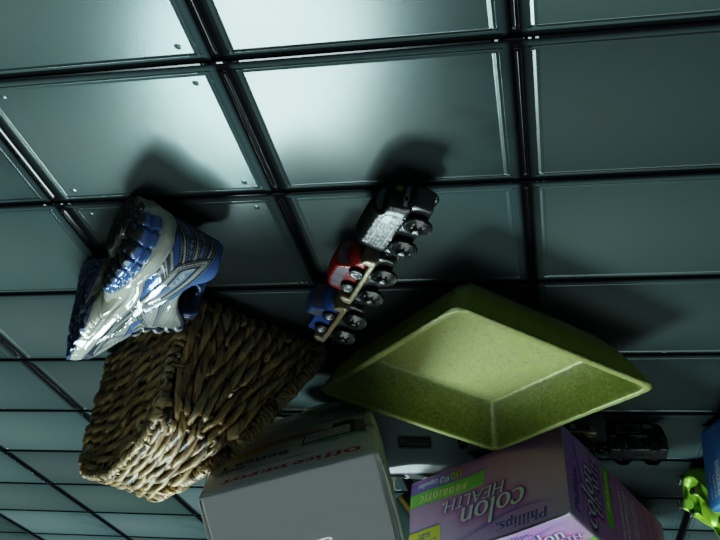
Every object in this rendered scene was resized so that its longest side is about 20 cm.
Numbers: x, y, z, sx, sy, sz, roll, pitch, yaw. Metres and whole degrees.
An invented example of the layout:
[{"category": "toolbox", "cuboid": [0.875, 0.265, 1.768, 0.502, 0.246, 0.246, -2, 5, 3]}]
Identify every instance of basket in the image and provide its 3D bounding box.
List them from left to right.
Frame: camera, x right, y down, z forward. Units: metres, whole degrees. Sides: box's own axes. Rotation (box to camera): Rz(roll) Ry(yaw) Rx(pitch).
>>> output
[{"category": "basket", "cuboid": [-0.139, 0.131, 0.802, 0.148, 0.144, 0.200, 24, 145, -27]}]

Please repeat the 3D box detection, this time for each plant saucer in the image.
[{"category": "plant saucer", "cuboid": [0.099, 0.078, 0.768, 0.199, 0.048, 0.199, 22, 146, -25]}]

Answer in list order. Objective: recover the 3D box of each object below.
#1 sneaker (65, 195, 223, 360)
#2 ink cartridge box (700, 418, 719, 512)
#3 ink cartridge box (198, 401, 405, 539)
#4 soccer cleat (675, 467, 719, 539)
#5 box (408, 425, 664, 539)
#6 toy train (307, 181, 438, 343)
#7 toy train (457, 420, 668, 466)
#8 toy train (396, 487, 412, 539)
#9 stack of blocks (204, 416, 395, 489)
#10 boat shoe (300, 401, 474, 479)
[{"category": "sneaker", "cuboid": [-0.165, 0.024, 0.700, 0.085, 0.078, 0.200, 17, 148, -26]}, {"category": "ink cartridge box", "cuboid": [0.412, 0.152, 0.799, 0.143, 0.085, 0.200, 10, 148, -6]}, {"category": "ink cartridge box", "cuboid": [-0.047, 0.182, 0.782, 0.144, 0.085, 0.200, -15, -175, -1]}, {"category": "soccer cleat", "cuboid": [0.382, 0.250, 0.903, 0.080, 0.200, 0.068, -5, 108, -5]}, {"category": "box", "cuboid": [0.174, 0.266, 0.895, 0.175, 0.097, 0.200, -29, 125, 29]}, {"category": "toy train", "cuboid": [0.000, 0.000, 0.657, 0.046, 0.034, 0.200, 20, 146, -8]}, {"category": "toy train", "cuboid": [0.194, 0.162, 0.893, 0.198, 0.046, 0.034, 0, 133, 7]}, {"category": "toy train", "cuboid": [0.075, 0.294, 1.056, 0.114, 0.085, 0.200, -30, 155, -16]}, {"category": "stack of blocks", "cuboid": [-0.063, 0.211, 1.003, 0.198, 0.059, 0.115, 12, 148, -9]}, {"category": "boat shoe", "cuboid": [0.028, 0.179, 0.935, 0.198, 0.070, 0.066, 3, 148, -11]}]
